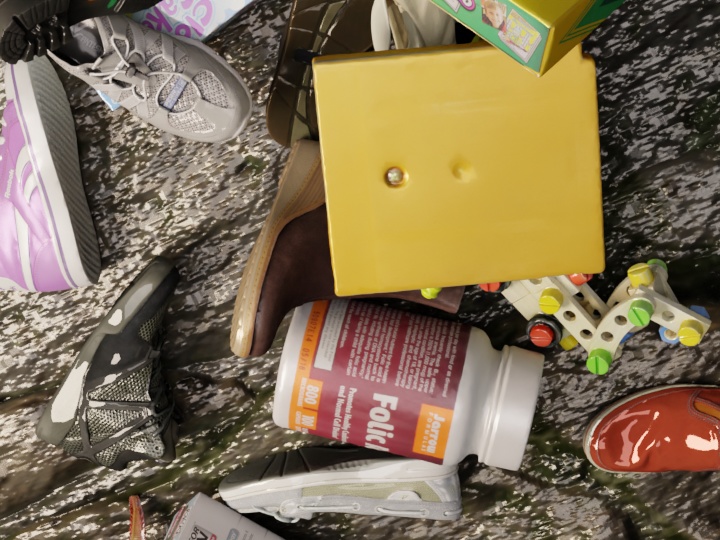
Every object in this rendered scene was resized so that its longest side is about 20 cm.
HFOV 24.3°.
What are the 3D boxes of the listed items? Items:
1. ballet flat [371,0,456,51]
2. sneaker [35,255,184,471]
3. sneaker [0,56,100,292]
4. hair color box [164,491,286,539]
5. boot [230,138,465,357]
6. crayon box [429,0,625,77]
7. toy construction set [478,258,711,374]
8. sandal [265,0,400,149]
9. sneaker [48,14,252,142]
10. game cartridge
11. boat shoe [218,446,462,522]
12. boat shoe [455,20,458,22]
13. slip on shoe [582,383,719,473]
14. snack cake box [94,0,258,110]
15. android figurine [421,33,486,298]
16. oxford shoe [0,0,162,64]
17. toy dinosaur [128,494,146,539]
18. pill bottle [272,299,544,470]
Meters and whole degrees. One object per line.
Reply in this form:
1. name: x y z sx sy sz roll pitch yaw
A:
1. ballet flat: 0.044 -0.155 1.257 0.069 0.069 0.200 -8 129 9
2. sneaker: -0.177 0.085 1.380 0.114 0.076 0.199 30 110 -3
3. sneaker: -0.287 -0.076 1.352 0.114 0.073 0.201 -5 104 12
4. hair color box: -0.077 0.280 1.386 0.200 0.099 0.061 31 143 -11
5. boot: 0.000 0.000 1.287 0.166 0.072 0.200 22 64 -5
6. crayon box: 0.106 -0.253 1.176 0.200 0.058 0.173 38 64 19
7. toy construction set: 0.170 -0.005 1.301 0.131 0.092 0.200 -33 91 39
8. sandal: -0.019 -0.185 1.300 0.082 0.055 0.200 17 122 -7
9. sneaker: -0.176 -0.150 1.241 0.200 0.082 0.075 28 108 -2
10. game cartridge: 0.072 -0.075 1.201 0.200 0.032 0.176 -5 108 0
11. boat shoe: -0.017 0.184 1.387 0.202 0.074 0.065 -7 100 2
12. boat shoe: 0.145 -0.233 1.262 0.201 0.070 0.072 -12 128 4
13. slip on shoe: 0.278 0.131 1.341 0.200 0.061 0.074 -5 106 10
14. snack cake box: -0.145 -0.230 1.293 0.200 0.067 0.115 -36 97 15
15. android figurine: 0.077 -0.072 1.237 0.182 0.041 0.200 29 108 -9
16. oxford shoe: -0.194 -0.223 1.191 0.084 0.200 0.073 47 143 22
17. toy dinosaur: -0.185 0.332 1.443 0.105 0.200 0.182 18 152 35
18. pill bottle: 0.039 0.091 1.332 0.200 0.114 0.114 13 106 4
